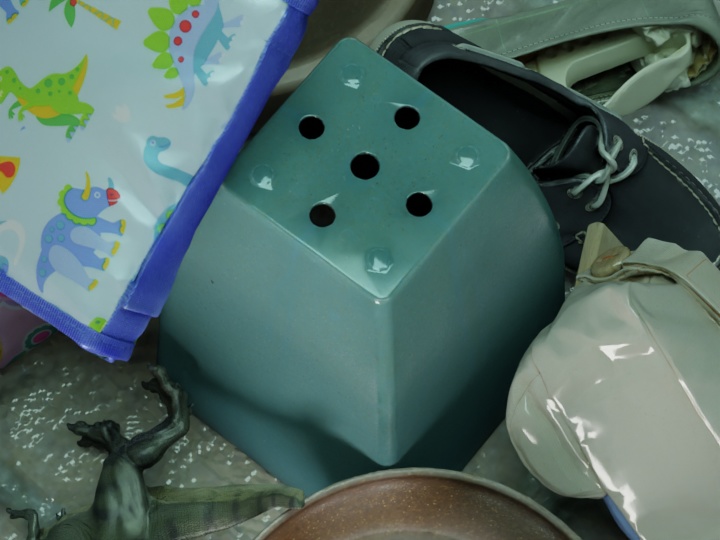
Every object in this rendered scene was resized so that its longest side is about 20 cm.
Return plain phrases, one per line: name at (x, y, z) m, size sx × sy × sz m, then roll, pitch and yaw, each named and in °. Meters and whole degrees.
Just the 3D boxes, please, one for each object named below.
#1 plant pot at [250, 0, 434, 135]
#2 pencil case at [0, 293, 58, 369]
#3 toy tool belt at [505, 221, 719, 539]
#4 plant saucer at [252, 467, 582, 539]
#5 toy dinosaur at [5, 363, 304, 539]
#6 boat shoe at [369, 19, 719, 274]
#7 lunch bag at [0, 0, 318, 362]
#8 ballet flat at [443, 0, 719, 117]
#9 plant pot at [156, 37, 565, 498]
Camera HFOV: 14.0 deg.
plant pot at (-0.057, -0.188, 1.374) m, size 0.199 × 0.175 × 0.202 m, roll 1°, pitch 66°, yaw -1°
pencil case at (-0.159, -0.007, 1.340) m, size 0.199 × 0.088 × 0.088 m, roll -31°, pitch 69°, yaw -12°
toy tool belt at (0.152, 0.076, 1.278) m, size 0.125 × 0.123 × 0.200 m, roll -33°, pitch 102°, yaw 22°
plant saucer at (0.022, 0.185, 1.251) m, size 0.199 × 0.037 × 0.202 m, roll 1°, pitch 85°, yaw -10°
toy dinosaur at (-0.102, 0.096, 1.290) m, size 0.199 × 0.047 × 0.089 m, roll -21°, pitch 52°, yaw 28°
boat shoe at (0.091, -0.045, 1.333) m, size 0.199 × 0.063 × 0.073 m, roll 32°, pitch 90°, yaw -16°
lunch bag at (-0.116, -0.078, 1.214) m, size 0.200 × 0.127 × 0.171 m, roll 35°, pitch 99°, yaw 44°
ballet flat at (0.081, -0.089, 1.385) m, size 0.199 × 0.068 × 0.064 m, roll -19°, pitch 55°, yaw -10°
plant pot at (0.000, 0.000, 1.274) m, size 0.141 × 0.200 × 0.142 m, roll 36°, pitch 71°, yaw 15°
